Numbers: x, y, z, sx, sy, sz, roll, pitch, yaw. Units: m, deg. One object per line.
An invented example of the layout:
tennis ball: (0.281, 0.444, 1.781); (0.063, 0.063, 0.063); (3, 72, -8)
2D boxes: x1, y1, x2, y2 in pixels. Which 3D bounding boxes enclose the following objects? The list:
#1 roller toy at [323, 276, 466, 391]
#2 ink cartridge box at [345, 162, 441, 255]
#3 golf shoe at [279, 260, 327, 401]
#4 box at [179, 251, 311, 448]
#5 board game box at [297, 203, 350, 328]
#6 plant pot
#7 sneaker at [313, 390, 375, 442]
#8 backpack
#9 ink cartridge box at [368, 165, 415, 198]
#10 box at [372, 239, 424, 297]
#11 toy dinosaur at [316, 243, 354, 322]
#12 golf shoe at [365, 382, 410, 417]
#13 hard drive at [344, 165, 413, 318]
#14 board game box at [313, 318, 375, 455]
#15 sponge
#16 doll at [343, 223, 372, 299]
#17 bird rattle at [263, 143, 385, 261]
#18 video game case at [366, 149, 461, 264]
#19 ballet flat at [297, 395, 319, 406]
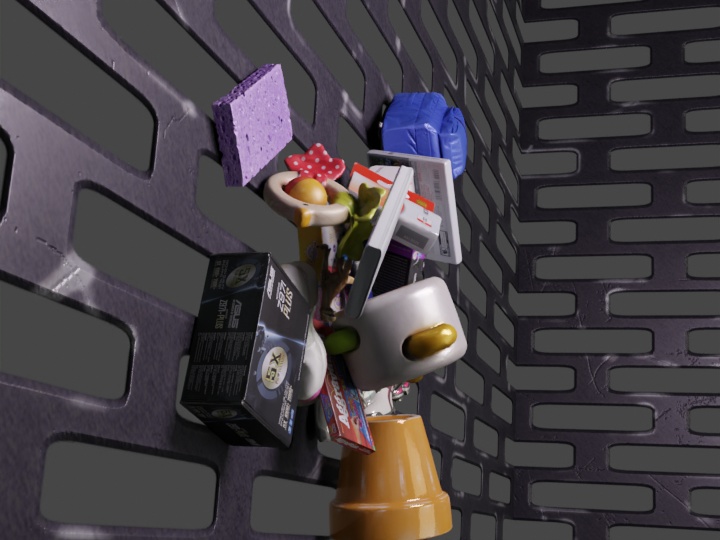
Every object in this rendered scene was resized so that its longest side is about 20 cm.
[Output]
roller toy: (0.062, 0.100, 1.601); (0.182, 0.199, 0.141); (-19, 88, -68)
ink cartridge box: (0.056, -0.117, 1.740); (0.050, 0.161, 0.200); (-60, -173, 30)
golf shoe: (-0.100, 0.087, 1.521); (0.091, 0.075, 0.201); (2, 80, -64)
box: (-0.138, 0.102, 1.352); (0.164, 0.086, 0.201); (59, 35, -57)
board game box: (-0.052, -0.022, 1.708); (0.153, 0.040, 0.201); (-31, 119, -70)
plant pot: (0.043, 0.331, 1.744); (0.200, 0.199, 0.185); (5, 80, -72)
sneaker: (-0.022, 0.204, 1.734); (0.201, 0.080, 0.071); (-60, 147, -56)
backpack: (0.122, -0.249, 2.074); (0.200, 0.167, 0.163); (-80, 169, -58)
ink cartridge box: (0.044, -0.069, 1.924); (0.146, 0.084, 0.201); (-50, 137, -53)
box: (0.040, 0.031, 1.789); (0.036, 0.143, 0.201); (2, 102, -39)
toy dinosaur: (-0.038, 0.013, 1.577); (0.200, 0.058, 0.102); (-54, 152, -70)
golf shoe: (0.024, 0.214, 1.904); (0.200, 0.077, 0.089); (-43, 117, -67)
hard drive: (0.027, -0.043, 1.529); (0.200, 0.026, 0.132); (-68, 177, -49)
board game box: (-0.034, 0.169, 1.587); (0.103, 0.019, 0.201); (32, 34, -52)
sponge: (-0.142, -0.200, 1.449); (0.200, 0.030, 0.112); (-59, 144, -61)
doll: (0.000, 0.000, 1.726); (0.136, 0.048, 0.201); (-34, 116, -70)
bird rattle: (-0.061, -0.111, 1.521); (0.162, 0.200, 0.113); (-7, 133, -41)
video game case: (0.099, -0.118, 1.978); (0.023, 0.181, 0.201); (-34, 125, -41)
ballet flat: (-0.063, 0.168, 1.662); (0.063, 0.067, 0.200); (-64, 163, 12)
